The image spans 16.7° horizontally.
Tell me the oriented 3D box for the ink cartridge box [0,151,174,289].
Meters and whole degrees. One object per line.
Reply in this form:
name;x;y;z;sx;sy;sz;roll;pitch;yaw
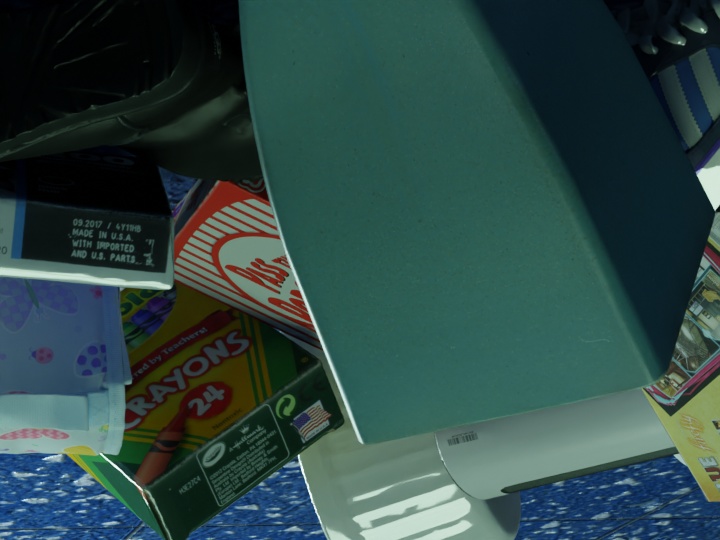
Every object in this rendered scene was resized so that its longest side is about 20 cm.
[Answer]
ink cartridge box;-0.195;-0.037;1.202;0.198;0.043;0.200;5;-170;-10

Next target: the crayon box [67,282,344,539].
crayon box;-0.118;0.066;1.423;0.127;0.200;0.051;-36;128;-20

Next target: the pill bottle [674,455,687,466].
pill bottle;0.285;0.065;1.637;0.112;0.113;0.200;4;161;-26

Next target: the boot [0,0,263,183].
boot;-0.119;-0.078;1.148;0.198;0.073;0.162;-11;168;23

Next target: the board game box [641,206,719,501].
board game box;0.197;0.036;1.247;0.135;0.035;0.200;-5;129;40

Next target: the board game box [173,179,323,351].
board game box;0.000;0.000;1.330;0.200;0.046;0.152;26;156;-9

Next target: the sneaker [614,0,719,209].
sneaker;0.120;-0.102;1.116;0.146;0.081;0.200;29;120;-5

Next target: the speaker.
speaker;0.144;0.072;1.398;0.200;0.081;0.081;-17;159;32

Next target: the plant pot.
plant pot;0.040;-0.058;1.025;0.141;0.141;0.200;-13;117;25

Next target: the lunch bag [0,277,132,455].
lunch bag;-0.208;0.035;1.290;0.169;0.127;0.200;-2;-162;-7

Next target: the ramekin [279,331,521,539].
ramekin;0.029;0.100;1.552;0.098;0.201;0.200;-18;160;13
